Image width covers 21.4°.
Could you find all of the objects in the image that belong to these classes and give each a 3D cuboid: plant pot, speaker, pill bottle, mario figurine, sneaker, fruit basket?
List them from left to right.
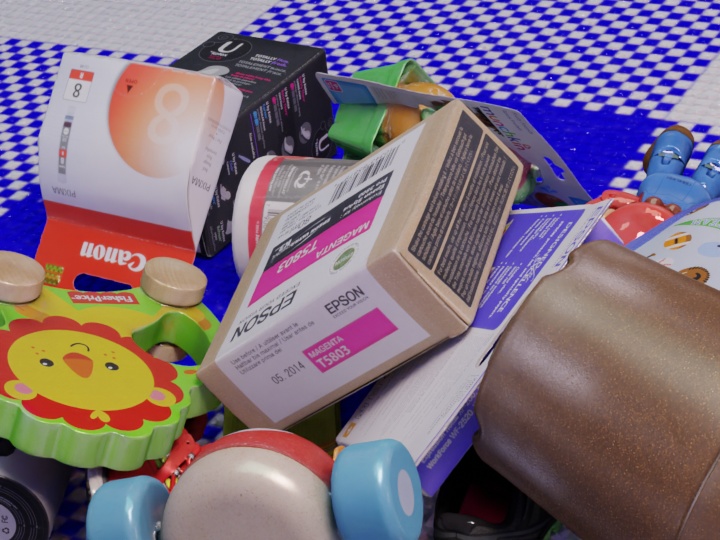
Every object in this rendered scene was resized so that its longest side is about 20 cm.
[{"bbox_3d":[-0.230,0.112,1.307,0.080,0.082,0.201,-4,30,8],"label":"speaker"},{"bbox_3d":[-0.134,0.136,1.249,0.084,0.078,0.201,-2,31,1],"label":"sneaker"},{"bbox_3d":[0.011,-0.028,1.451,0.198,0.112,0.111,4,32,21],"label":"pill bottle"},{"bbox_3d":[0.079,-0.089,1.495,0.199,0.185,0.094,21,77,38],"label":"fruit basket"},{"bbox_3d":[0.096,0.126,1.192,0.076,0.084,0.200,3,32,18],"label":"sneaker"},{"bbox_3d":[0.223,-0.026,1.438,0.123,0.107,0.200,-15,22,37],"label":"mario figurine"},{"bbox_3d":[0.182,0.094,1.069,0.197,0.202,0.200,31,46,28],"label":"plant pot"}]

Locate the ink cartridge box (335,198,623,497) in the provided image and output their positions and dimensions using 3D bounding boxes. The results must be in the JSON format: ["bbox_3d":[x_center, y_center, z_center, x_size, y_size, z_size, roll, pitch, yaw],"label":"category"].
[{"bbox_3d":[0.077,0.047,1.172,0.199,0.043,0.200,-52,10,-9],"label":"ink cartridge box"}]

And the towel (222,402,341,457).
[{"bbox_3d":[-0.056,0.109,1.328,0.085,0.018,0.201,-7,30,2],"label":"towel"}]

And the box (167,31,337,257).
[{"bbox_3d":[-0.125,-0.112,1.631,0.121,0.107,0.200,14,37,31],"label":"box"}]

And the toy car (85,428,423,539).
[{"bbox_3d":[-0.029,0.154,1.114,0.183,0.178,0.200,-11,15,19],"label":"toy car"}]

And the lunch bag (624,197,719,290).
[{"bbox_3d":[0.257,0.037,1.269,0.199,0.125,0.169,-35,37,-25],"label":"lunch bag"}]

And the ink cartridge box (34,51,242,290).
[{"bbox_3d":[-0.194,-0.066,1.504,0.161,0.050,0.202,12,80,31],"label":"ink cartridge box"}]

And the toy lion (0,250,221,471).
[{"bbox_3d":[-0.169,0.064,1.260,0.198,0.069,0.192,1,31,-33],"label":"toy lion"}]

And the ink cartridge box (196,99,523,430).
[{"bbox_3d":[0.000,0.000,1.251,0.199,0.075,0.165,-31,23,37],"label":"ink cartridge box"}]
